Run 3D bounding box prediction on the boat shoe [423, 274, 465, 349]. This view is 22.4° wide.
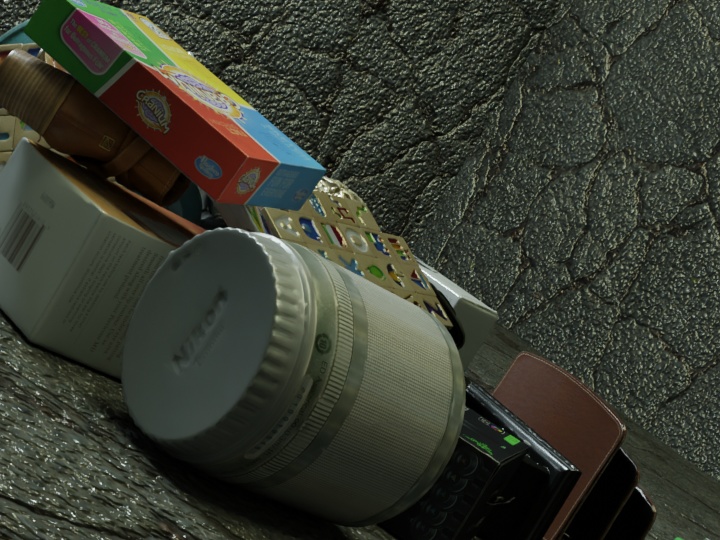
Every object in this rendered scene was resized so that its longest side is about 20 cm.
[{"bbox_3d":[0.033,0.024,1.614,0.066,0.072,0.201,27,-4,36],"label":"boat shoe"}]

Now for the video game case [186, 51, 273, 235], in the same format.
[{"bbox_3d":[-0.096,-0.060,1.500,0.201,0.022,0.183,-110,173,-51],"label":"video game case"}]

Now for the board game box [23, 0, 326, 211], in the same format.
[{"bbox_3d":[-0.133,-0.123,1.337,0.200,0.040,0.153,41,12,15],"label":"board game box"}]

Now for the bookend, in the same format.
[{"bbox_3d":[0.053,0.137,1.578,0.199,0.093,0.199,28,6,-32],"label":"bookend"}]

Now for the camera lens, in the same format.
[{"bbox_3d":[-0.039,0.074,1.209,0.199,0.161,0.160,27,6,-43],"label":"camera lens"}]

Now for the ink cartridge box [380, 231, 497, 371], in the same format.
[{"bbox_3d":[0.026,0.052,1.961,0.200,0.146,0.083,35,7,38],"label":"ink cartridge box"}]

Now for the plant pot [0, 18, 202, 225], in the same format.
[{"bbox_3d":[-0.233,-0.095,1.595,0.199,0.200,0.188,27,21,-47],"label":"plant pot"}]

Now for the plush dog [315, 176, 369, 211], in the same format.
[{"bbox_3d":[-0.042,-0.010,1.739,0.199,0.173,0.160,35,39,19],"label":"plush dog"}]

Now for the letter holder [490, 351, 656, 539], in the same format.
[{"bbox_3d":[0.205,0.183,1.785,0.100,0.143,0.200,28,5,-33],"label":"letter holder"}]

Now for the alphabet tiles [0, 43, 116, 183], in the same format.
[{"bbox_3d":[-0.255,-0.115,1.501,0.198,0.168,0.006,-3,-22,12],"label":"alphabet tiles"}]

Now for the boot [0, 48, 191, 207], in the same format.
[{"bbox_3d":[-0.191,-0.113,1.386,0.155,0.077,0.200,32,2,-3],"label":"boot"}]

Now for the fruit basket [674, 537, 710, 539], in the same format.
[{"bbox_3d":[0.325,0.314,1.539,0.184,0.094,0.200,30,8,-20],"label":"fruit basket"}]

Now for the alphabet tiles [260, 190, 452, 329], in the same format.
[{"bbox_3d":[0.000,0.000,1.517,0.199,0.006,0.167,11,44,-54],"label":"alphabet tiles"}]

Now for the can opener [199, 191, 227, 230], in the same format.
[{"bbox_3d":[-0.120,-0.038,1.629,0.066,0.202,0.053,-5,16,-15],"label":"can opener"}]

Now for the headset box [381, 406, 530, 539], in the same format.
[{"bbox_3d":[0.030,0.136,1.434,0.199,0.093,0.174,33,5,12],"label":"headset box"}]

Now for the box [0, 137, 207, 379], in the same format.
[{"bbox_3d":[-0.172,0.009,1.350,0.199,0.107,0.152,27,6,-42],"label":"box"}]
